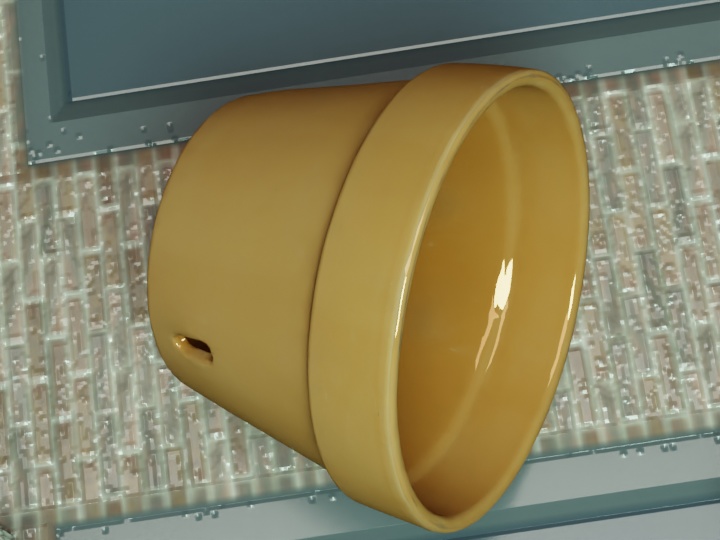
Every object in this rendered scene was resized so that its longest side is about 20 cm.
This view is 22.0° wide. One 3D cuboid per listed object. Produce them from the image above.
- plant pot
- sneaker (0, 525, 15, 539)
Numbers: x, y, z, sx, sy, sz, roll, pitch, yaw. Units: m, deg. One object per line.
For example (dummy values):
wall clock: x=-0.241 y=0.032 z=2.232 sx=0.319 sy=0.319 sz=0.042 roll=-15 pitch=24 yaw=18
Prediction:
plant pot: x=0.000 y=0.000 z=0.814 sx=0.140 sy=0.200 sz=0.201 roll=13 pitch=72 yaw=25
sneaker: x=-0.195 y=0.158 z=0.836 sx=0.200 sy=0.070 sz=0.100 roll=36 pitch=84 yaw=19
